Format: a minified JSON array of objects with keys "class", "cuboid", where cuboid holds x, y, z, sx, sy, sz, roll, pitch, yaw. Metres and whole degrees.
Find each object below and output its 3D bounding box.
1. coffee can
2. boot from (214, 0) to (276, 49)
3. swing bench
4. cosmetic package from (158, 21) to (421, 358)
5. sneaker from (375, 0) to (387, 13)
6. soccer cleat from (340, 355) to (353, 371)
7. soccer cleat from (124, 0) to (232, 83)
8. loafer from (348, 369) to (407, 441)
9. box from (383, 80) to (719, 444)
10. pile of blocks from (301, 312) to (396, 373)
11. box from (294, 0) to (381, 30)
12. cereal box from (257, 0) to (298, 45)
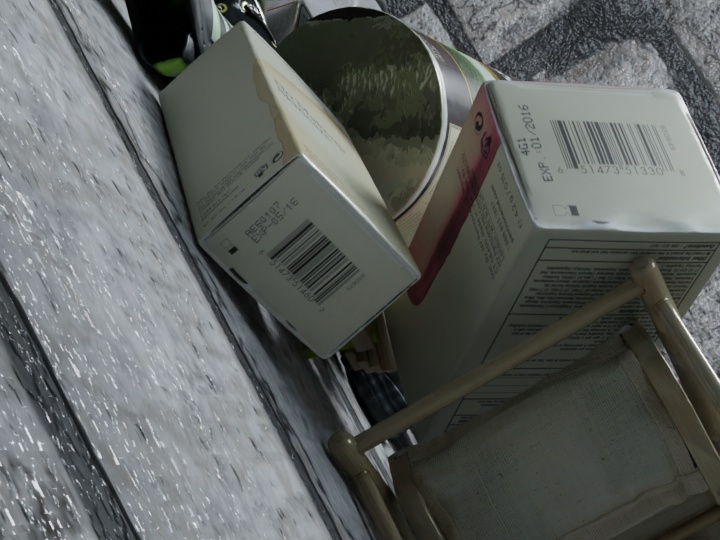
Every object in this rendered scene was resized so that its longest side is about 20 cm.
[{"class":"coffee can","cuboid":[0.037,-0.081,1.080,0.200,0.146,0.147,12,45,-59]},{"class":"boot","cuboid":[-0.100,-0.159,1.165,0.204,0.073,0.154,59,6,-11]},{"class":"swing bench","cuboid":[0.119,0.131,0.880,0.130,0.198,0.200,63,4,34]},{"class":"cosmetic package","cuboid":[-0.044,-0.050,0.888,0.104,0.073,0.200,44,11,-30]},{"class":"sneaker","cuboid":[-0.055,-0.186,1.383,0.108,0.067,0.202,56,-45,30]},{"class":"soccer cleat","cuboid":[0.000,0.000,1.204,0.069,0.085,0.200,59,4,-29]},{"class":"soccer cleat","cuboid":[-0.108,-0.139,1.014,0.201,0.067,0.081,64,23,-46]},{"class":"loafer","cuboid":[0.028,0.060,1.230,0.073,0.072,0.200,58,3,-25]},{"class":"box","cuboid":[0.106,0.000,0.920,0.201,0.127,0.109,114,-31,-46]},{"class":"pile of blocks","cuboid":[-0.013,0.032,1.019,0.200,0.062,0.083,30,47,-74]},{"class":"box","cuboid":[-0.017,-0.112,1.302,0.117,0.060,0.201,60,-30,34]},{"class":"cereal box","cuboid":[-0.102,-0.238,1.300,0.144,0.039,0.201,57,-26,26]}]
